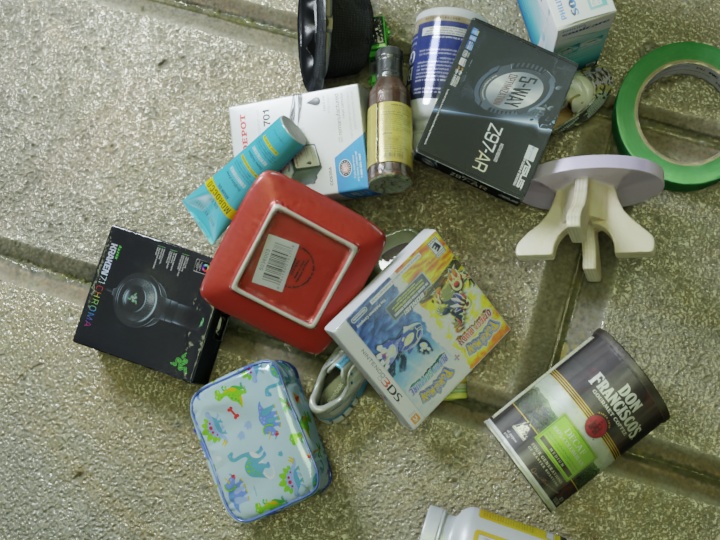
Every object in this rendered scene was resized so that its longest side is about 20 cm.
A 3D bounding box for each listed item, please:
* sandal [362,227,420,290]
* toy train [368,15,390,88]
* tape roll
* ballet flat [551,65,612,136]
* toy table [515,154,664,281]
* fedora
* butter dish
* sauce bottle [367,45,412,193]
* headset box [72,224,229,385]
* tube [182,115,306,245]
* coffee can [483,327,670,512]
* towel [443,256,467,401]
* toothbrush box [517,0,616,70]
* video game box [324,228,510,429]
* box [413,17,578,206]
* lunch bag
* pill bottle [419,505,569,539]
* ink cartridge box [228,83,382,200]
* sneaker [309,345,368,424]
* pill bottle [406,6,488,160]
[{"bbox_3d":[0.000,-0.001,1.442,0.199,0.057,0.081,-33,78,11],"label":"sandal"},{"bbox_3d":[0.030,-0.272,1.483,0.041,0.056,0.204,-6,81,5],"label":"toy train"},{"bbox_3d":[0.455,-0.215,1.431,0.196,0.048,0.205,-1,81,7],"label":"tape roll"},{"bbox_3d":[0.275,-0.229,1.443,0.198,0.072,0.073,-32,79,1],"label":"ballet flat"},{"bbox_3d":[0.305,-0.073,1.370,0.197,0.183,0.119,-8,64,32],"label":"toy table"},{"bbox_3d":[-0.034,-0.351,1.456,0.090,0.200,0.205,-1,81,-14],"label":"fedora"},{"bbox_3d":[-0.095,-0.024,1.396,0.197,0.148,0.202,27,102,-15],"label":"butter dish"},{"bbox_3d":[0.041,-0.208,1.388,0.063,0.065,0.204,0,71,6],"label":"sauce bottle"},{"bbox_3d":[-0.279,0.053,1.453,0.196,0.093,0.177,18,85,9],"label":"headset box"},{"bbox_3d":[-0.159,-0.128,1.404,0.199,0.050,0.078,-41,72,20],"label":"tube"},{"bbox_3d":[0.282,0.196,1.341,0.199,0.146,0.147,-38,79,0],"label":"coffee can"},{"bbox_3d":[0.104,0.083,1.445,0.084,0.018,0.204,-2,81,1],"label":"towel"},{"bbox_3d":[0.275,-0.369,1.397,0.084,0.200,0.149,-18,79,4],"label":"toothbrush box"},{"bbox_3d":[0.080,0.079,1.379,0.200,0.047,0.183,-44,109,-12],"label":"video game box"},{"bbox_3d":[0.180,-0.211,1.361,0.158,0.044,0.203,24,83,2],"label":"box"},{"bbox_3d":[-0.140,0.234,1.409,0.159,0.082,0.203,-26,80,12],"label":"lunch bag"},{"bbox_3d":[0.174,0.380,1.343,0.196,0.112,0.114,17,84,9],"label":"pill bottle"},{"bbox_3d":[-0.077,-0.170,1.442,0.196,0.086,0.150,-7,89,15],"label":"ink cartridge box"},{"bbox_3d":[-0.006,0.123,1.410,0.074,0.087,0.202,30,87,16],"label":"sneaker"},{"bbox_3d":[0.118,-0.257,1.443,0.109,0.111,0.204,7,82,7],"label":"pill bottle"}]
